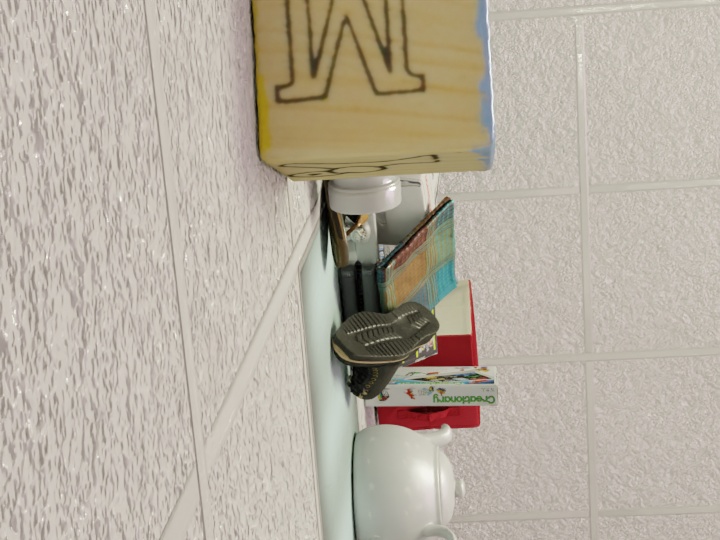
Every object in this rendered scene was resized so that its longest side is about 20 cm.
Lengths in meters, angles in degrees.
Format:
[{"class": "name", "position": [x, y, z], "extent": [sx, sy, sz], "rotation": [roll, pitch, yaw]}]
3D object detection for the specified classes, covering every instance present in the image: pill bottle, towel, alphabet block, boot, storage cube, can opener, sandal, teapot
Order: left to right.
[{"class": "sandal", "position": [-0.013, -0.085, 1.599], "extent": [0.201, 0.054, 0.082], "rotation": [-86, 172, -54]}, {"class": "pill bottle", "position": [-0.002, -0.169, 1.455], "extent": [0.111, 0.110, 0.202], "rotation": [-79, 165, -70]}, {"class": "can opener", "position": [0.000, 0.000, 1.704], "extent": [0.067, 0.052, 0.202], "rotation": [-81, 168, -63]}, {"class": "boot", "position": [0.009, 0.121, 1.663], "extent": [0.199, 0.078, 0.139], "rotation": [-8, 140, -54]}, {"class": "alphabet block", "position": [0.016, -0.188, 1.182], "extent": [0.195, 0.198, 0.199], "rotation": [35, 52, -85]}, {"class": "teapot", "position": [0.068, 0.301, 1.785], "extent": [0.197, 0.144, 0.202], "rotation": [62, 26, -77]}, {"class": "towel", "position": [0.077, 0.009, 1.732], "extent": [0.147, 0.022, 0.201], "rotation": [-46, 154, -22]}, {"class": "storage cube", "position": [0.106, 0.137, 2.180], "extent": [0.201, 0.169, 0.181], "rotation": [-83, 168, -59]}]

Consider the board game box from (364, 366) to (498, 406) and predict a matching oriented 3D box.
[{"class": "board game box", "position": [0.108, 0.175, 2.010], "extent": [0.126, 0.198, 0.035], "rotation": [-60, 148, -80]}]

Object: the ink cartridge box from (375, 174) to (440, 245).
[{"class": "ink cartridge box", "position": [0.059, -0.153, 1.734], "extent": [0.146, 0.084, 0.202], "rotation": [76, 21, -56]}]

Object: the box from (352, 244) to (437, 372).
[{"class": "box", "position": [0.044, 0.033, 1.838], "extent": [0.160, 0.044, 0.202], "rotation": [-17, 106, -55]}]
